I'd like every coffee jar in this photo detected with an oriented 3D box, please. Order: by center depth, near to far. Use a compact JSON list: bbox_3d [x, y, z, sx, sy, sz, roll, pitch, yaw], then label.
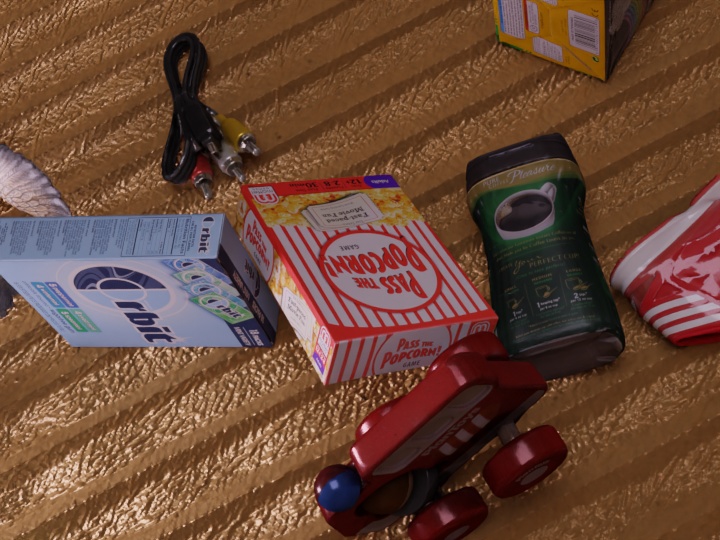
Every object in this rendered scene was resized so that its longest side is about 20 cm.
[{"bbox_3d":[0.151,-0.014,0.960,0.103,0.085,0.203,-16,61,15],"label":"coffee jar"}]

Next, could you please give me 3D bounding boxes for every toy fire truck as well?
[{"bbox_3d":[0.045,0.130,0.845,0.200,0.167,0.113,-43,62,23],"label":"toy fire truck"}]

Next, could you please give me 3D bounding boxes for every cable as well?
[{"bbox_3d":[-0.166,-0.151,1.143,0.097,0.050,0.201,-37,47,12],"label":"cable"}]

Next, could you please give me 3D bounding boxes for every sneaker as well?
[{"bbox_3d":[0.314,-0.014,0.942,0.199,0.078,0.116,-40,69,4],"label":"sneaker"}]

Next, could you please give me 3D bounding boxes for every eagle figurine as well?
[{"bbox_3d":[-0.362,-0.080,1.091,0.149,0.153,0.201,-15,53,-19],"label":"eagle figurine"}]

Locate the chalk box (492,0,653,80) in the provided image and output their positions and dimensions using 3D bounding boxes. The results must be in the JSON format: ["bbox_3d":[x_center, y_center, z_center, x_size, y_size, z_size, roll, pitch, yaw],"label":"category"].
[{"bbox_3d":[0.221,-0.308,1.076,0.123,0.125,0.201,24,69,22],"label":"chalk box"}]

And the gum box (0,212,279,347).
[{"bbox_3d":[-0.187,0.012,0.975,0.197,0.170,0.045,0,62,13],"label":"gum box"}]

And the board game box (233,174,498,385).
[{"bbox_3d":[0.000,0.000,0.949,0.150,0.047,0.201,-7,43,-28],"label":"board game box"}]
